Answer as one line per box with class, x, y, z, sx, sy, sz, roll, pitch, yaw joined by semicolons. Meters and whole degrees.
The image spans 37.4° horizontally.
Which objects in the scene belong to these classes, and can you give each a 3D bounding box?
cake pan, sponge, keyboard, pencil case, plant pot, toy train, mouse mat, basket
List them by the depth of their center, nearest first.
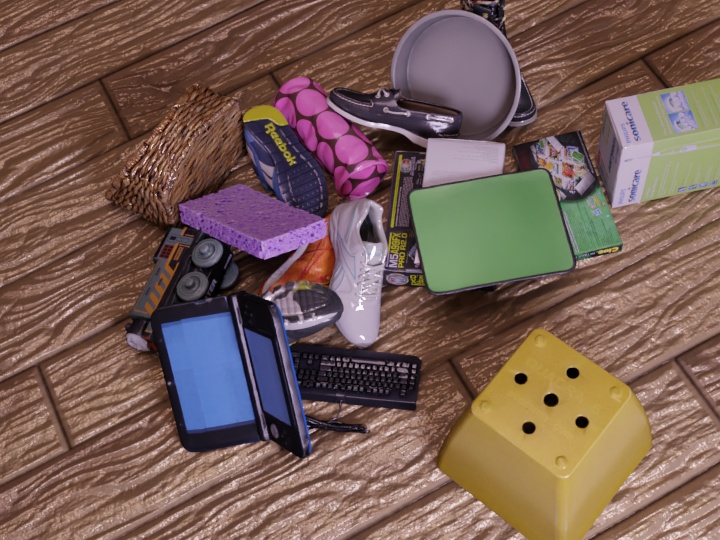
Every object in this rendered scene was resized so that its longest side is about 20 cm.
plant pot;0.220;0.187;1.258;0.200;0.177;0.200;35;71;23
mouse mat;0.169;-0.053;1.389;0.199;0.008;0.162;-10;63;0
keyboard;-0.024;0.159;1.393;0.199;0.021;0.128;4;61;10
sponge;-0.150;-0.069;1.458;0.111;0.030;0.199;-22;31;-36
toy train;-0.247;0.030;1.462;0.113;0.085;0.201;10;64;26
cake pan;0.141;-0.276;1.533;0.199;0.201;0.037;22;29;18
basket;-0.280;-0.180;1.542;0.148;0.143;0.200;27;67;19
pencil case;-0.048;-0.188;1.553;0.094;0.091;0.200;-51;60;24

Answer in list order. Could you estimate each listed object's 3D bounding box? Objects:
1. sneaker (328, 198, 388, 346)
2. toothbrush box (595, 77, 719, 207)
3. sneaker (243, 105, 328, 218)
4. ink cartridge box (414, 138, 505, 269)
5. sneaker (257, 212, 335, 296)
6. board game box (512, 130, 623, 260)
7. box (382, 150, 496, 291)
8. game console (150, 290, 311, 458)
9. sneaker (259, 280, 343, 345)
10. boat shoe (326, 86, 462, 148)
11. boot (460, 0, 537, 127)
sneaker;0.000;0.000;1.417;0.070;0.080;0.202;1;79;-32
toothbrush box;0.434;-0.176;1.451;0.199;0.146;0.087;-13;60;0
sneaker;-0.108;-0.142;1.543;0.074;0.082;0.201;-20;69;-21
ink cartridge box;0.135;-0.082;1.440;0.108;0.050;0.201;5;62;8
sneaker;-0.059;-0.012;1.476;0.077;0.073;0.200;39;72;-2
board game box;0.289;-0.104;1.500;0.104;0.024;0.201;-11;60;-2
box;0.117;-0.072;1.490;0.159;0.044;0.201;2;61;9
game console;-0.161;0.138;1.312;0.118;0.201;0.170;-19;15;-25
sneaker;-0.112;0.074;1.404;0.199;0.085;0.075;-13;46;13
boat shoe;0.050;-0.231;1.524;0.199;0.061;0.074;22;30;7
boot;0.196;-0.323;1.556;0.073;0.154;0.204;-22;60;-7
